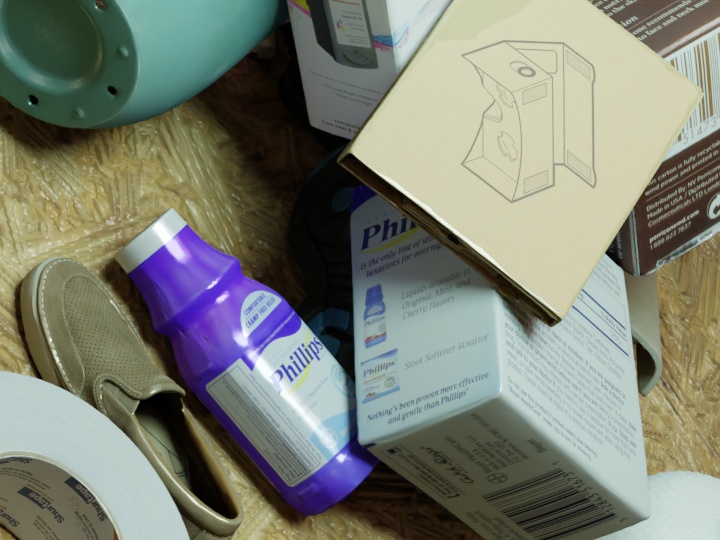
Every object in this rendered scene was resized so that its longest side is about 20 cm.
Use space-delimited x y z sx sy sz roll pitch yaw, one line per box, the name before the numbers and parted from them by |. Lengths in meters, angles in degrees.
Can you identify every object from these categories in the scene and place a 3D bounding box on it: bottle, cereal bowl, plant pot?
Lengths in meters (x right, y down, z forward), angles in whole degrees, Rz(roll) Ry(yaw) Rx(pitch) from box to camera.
bottle | -0.067 0.052 1.332 0.200 0.065 0.084 50 36 -4
cereal bowl | 0.257 0.225 1.545 0.200 0.083 0.200 31 40 -30
plant pot | -0.152 -0.180 1.328 0.201 0.201 0.161 46 42 -11

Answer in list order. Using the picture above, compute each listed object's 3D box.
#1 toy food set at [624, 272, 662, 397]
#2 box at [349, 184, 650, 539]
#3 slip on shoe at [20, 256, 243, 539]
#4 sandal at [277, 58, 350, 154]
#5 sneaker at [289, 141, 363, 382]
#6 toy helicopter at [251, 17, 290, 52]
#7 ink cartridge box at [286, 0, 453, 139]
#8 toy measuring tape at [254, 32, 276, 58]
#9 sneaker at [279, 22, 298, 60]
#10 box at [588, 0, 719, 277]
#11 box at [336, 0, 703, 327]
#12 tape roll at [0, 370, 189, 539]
toy food set | 0.152 -0.009 1.657 0.200 0.060 0.144 43 27 -20
box | 0.087 0.050 1.388 0.184 0.105 0.200 41 37 -42
slip on shoe | -0.128 0.075 1.247 0.076 0.061 0.200 -2 62 -50
sandal | 0.026 -0.084 1.535 0.200 0.048 0.075 41 49 5
sneaker | 0.000 0.000 1.463 0.082 0.073 0.200 38 45 -37
toy helicopter | -0.085 -0.245 1.424 0.200 0.079 0.132 75 -12 -51
ink cartridge box | 0.023 -0.194 1.366 0.148 0.086 0.200 -54 149 -33
toy measuring tape | -0.120 -0.215 1.497 0.200 0.074 0.074 31 41 -29
sneaker | -0.026 -0.184 1.538 0.200 0.076 0.091 40 35 28
box | 0.180 -0.131 1.530 0.166 0.164 0.200 -30 39 -24
box | 0.100 -0.087 1.329 0.163 0.021 0.200 38 60 -5
tape roll | -0.179 0.153 1.117 0.200 0.066 0.200 29 42 -30
